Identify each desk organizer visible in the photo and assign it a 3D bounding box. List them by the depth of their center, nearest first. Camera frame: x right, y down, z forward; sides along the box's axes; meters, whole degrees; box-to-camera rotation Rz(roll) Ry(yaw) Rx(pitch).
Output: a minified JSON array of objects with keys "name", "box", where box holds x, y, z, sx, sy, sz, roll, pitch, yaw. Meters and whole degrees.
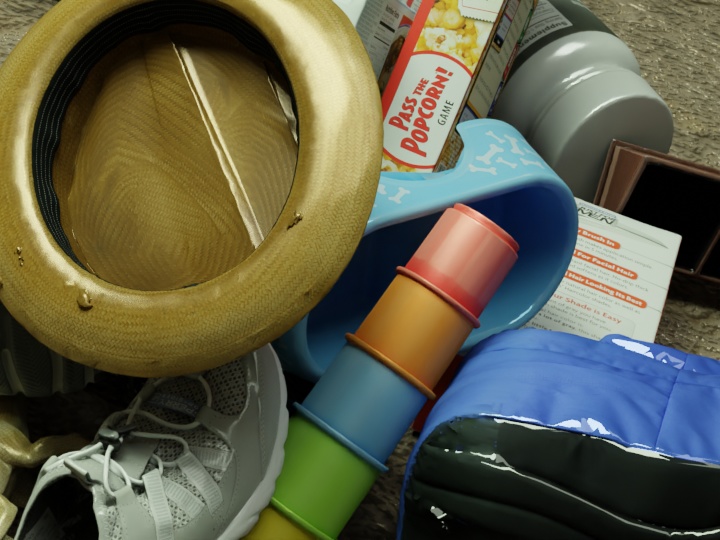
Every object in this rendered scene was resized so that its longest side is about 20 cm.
[{"name":"desk organizer","box":[0.247,-0.018,1.086,0.199,0.072,0.077,15,7,-7]}]

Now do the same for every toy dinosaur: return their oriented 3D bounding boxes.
[{"name":"toy dinosaur","box":[-0.164,0.087,0.802,0.101,0.058,0.200,17,34,3]}]

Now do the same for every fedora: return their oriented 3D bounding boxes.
[{"name":"fedora","box":[-0.074,-0.040,0.765,0.199,0.082,0.202,-5,66,11]}]

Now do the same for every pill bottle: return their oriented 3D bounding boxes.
[{"name":"pill bottle","box":[0.118,-0.132,1.185,0.113,0.114,0.200,-6,41,-31]}]

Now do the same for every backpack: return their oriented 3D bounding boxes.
[{"name":"backpack","box":[0.121,0.114,0.806,0.199,0.163,0.168,9,23,10]}]

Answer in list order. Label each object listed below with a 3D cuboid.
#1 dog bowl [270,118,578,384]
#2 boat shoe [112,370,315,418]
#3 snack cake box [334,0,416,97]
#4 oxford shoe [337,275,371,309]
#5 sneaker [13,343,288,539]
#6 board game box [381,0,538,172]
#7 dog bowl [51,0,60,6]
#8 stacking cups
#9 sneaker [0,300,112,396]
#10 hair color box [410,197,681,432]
[{"name":"dog bowl","box":[0.027,-0.005,0.856,0.199,0.112,0.050,-16,37,-35]},{"name":"boat shoe","box":[-0.085,0.050,0.887,0.199,0.070,0.066,27,33,1]},{"name":"snack cake box","box":[-0.018,-0.110,1.019,0.067,0.116,0.200,22,4,13]},{"name":"oxford shoe","box":[0.000,0.000,0.922,0.058,0.076,0.200,26,10,37]},{"name":"sneaker","box":[-0.092,0.093,0.732,0.074,0.082,0.201,6,54,29]},{"name":"board game box","box":[0.063,-0.133,1.041,0.046,0.201,0.151,23,1,9]},{"name":"dog bowl","box":[-0.101,-0.169,1.136,0.199,0.074,0.200,-3,28,2]},{"name":"stacking cups","box":[0.005,0.063,0.798,0.060,0.200,0.061,37,-6,5]},{"name":"sneaker","box":[-0.203,0.018,0.842,0.199,0.075,0.115,-10,18,-22]},{"name":"hair color box","box":[0.110,0.032,0.995,0.110,0.064,0.200,21,35,6]}]
